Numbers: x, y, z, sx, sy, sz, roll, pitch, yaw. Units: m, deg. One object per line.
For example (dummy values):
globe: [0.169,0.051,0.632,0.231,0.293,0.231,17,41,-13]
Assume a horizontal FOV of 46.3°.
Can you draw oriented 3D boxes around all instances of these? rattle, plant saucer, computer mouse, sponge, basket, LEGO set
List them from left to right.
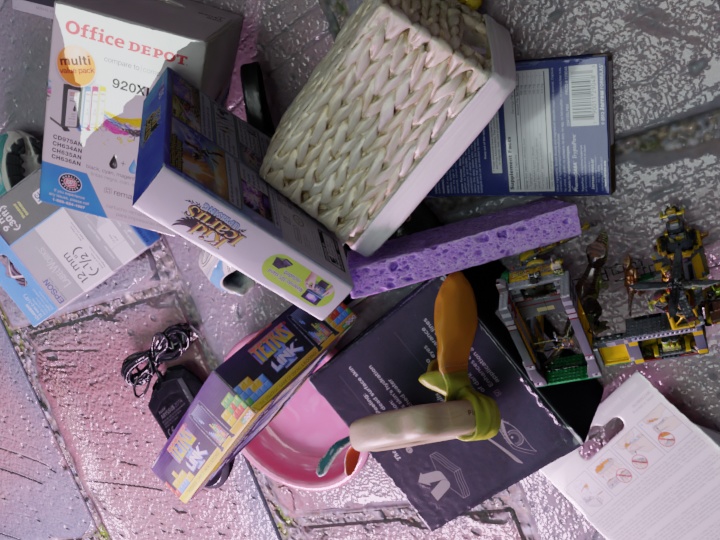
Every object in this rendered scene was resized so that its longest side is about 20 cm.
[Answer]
computer mouse: [-0.208,0.172,1.051,0.138,0.053,0.201,-34,81,32]
plant saucer: [-0.069,0.154,0.968,0.199,0.051,0.202,10,114,23]
basket: [0.019,-0.137,0.704,0.123,0.136,0.200,33,122,-15]
rattle: [0.025,0.104,0.755,0.200,0.130,0.144,-28,83,59]
sponge: [0.084,-0.022,0.741,0.199,0.112,0.030,-15,99,4]
LEGO set: [0.198,0.004,0.699,0.199,0.154,0.116,-7,131,30]

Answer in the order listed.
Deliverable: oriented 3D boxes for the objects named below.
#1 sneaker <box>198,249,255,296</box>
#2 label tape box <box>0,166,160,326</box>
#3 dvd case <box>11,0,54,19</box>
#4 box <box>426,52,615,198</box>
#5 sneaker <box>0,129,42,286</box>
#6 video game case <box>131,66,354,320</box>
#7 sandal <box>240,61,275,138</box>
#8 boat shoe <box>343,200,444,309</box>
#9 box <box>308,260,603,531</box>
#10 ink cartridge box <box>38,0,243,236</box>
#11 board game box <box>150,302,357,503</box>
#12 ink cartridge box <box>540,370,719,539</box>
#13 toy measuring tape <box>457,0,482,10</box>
sneaker: [-0.129,-0.044,0.886,0.072,0.072,0.200,35,148,11]
label tape box: [-0.359,-0.035,0.985,0.199,0.066,0.144,-34,101,6]
dvd case: [-0.319,-0.372,0.912,0.150,0.025,0.201,18,116,21]
box: [0.128,-0.128,0.768,0.199,0.032,0.122,2,108,26]
sneaker: [-0.422,-0.077,1.063,0.079,0.077,0.201,18,113,42]
video game case: [-0.100,-0.069,0.709,0.181,0.200,0.045,34,111,-28]
sandal: [-0.083,-0.113,0.866,0.048,0.075,0.202,-9,105,1]
boat shoe: [0.001,-0.001,0.861,0.201,0.074,0.063,-35,93,27]
box: [0.093,0.112,0.829,0.200,0.117,0.197,-40,88,32]
ink cartridge box: [-0.219,-0.167,0.845,0.146,0.145,0.201,15,117,-2]
board game box: [-0.106,0.120,0.827,0.057,0.165,0.200,44,133,7]
ink cartridge box: [0.294,0.208,0.809,0.200,0.047,0.160,44,123,12]
toy measuring tape: [0.015,-0.272,0.745,0.199,0.074,0.074,29,120,9]
